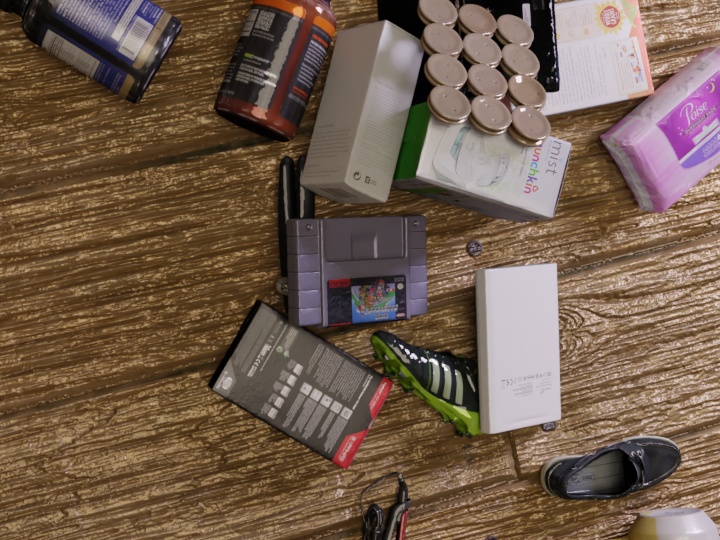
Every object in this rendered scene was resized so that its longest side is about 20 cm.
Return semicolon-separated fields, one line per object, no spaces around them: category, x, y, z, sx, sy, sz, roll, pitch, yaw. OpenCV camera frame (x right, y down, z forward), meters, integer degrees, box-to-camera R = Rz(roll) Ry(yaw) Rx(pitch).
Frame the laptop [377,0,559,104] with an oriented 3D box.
laptop;0.132;-0.300;1.511;0.197;0.103;0.180;-6;94;-16

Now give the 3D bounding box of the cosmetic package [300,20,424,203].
cosmetic package;0.003;-0.186;1.462;0.073;0.101;0.203;22;80;-35

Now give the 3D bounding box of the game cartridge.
game cartridge;0.000;0.000;1.486;0.198;0.038;0.132;-4;90;-37

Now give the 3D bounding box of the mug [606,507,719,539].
mug;0.392;0.391;1.579;0.184;0.149;0.156;-3;85;-19

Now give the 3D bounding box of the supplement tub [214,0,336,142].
supplement tub;-0.093;-0.263;1.453;0.106;0.107;0.202;22;88;-13

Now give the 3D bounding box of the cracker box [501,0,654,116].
cracker box;0.263;-0.270;1.560;0.197;0.058;0.136;-12;93;-13

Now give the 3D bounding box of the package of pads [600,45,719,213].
package of pads;0.416;-0.182;1.581;0.199;0.076;0.121;-40;116;-8

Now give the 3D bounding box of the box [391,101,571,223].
box;0.129;-0.125;1.463;0.174;0.200;0.098;15;89;-12

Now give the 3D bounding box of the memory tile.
memory tile;0.139;-0.230;1.396;0.151;0.017;0.202;10;51;-17

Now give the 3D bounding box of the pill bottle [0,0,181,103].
pill bottle;-0.314;-0.289;1.398;0.199;0.112;0.113;31;86;-13

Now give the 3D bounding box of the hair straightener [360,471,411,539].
hair straightener;0.021;0.352;1.539;0.076;0.041;0.203;9;91;-13

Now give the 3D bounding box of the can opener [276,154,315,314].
can opener;-0.076;-0.040;1.499;0.063;0.078;0.203;-8;92;27

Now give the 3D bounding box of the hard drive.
hard drive;0.201;0.096;1.553;0.131;0.026;0.203;-5;94;-38

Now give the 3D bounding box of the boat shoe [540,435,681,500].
boat shoe;0.337;0.261;1.595;0.196;0.066;0.076;-3;93;-13

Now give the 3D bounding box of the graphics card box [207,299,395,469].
graphics card box;-0.073;0.140;1.504;0.199;0.051;0.127;31;86;-13

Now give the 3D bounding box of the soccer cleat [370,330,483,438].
soccer cleat;0.095;0.128;1.540;0.200;0.067;0.081;41;74;-18
